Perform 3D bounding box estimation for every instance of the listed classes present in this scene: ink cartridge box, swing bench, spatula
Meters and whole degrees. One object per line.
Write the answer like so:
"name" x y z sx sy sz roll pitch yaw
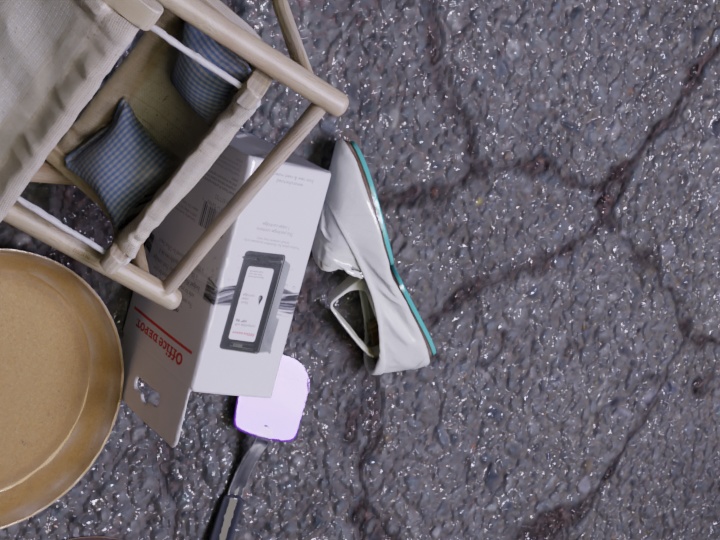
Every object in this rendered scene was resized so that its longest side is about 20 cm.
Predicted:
"ink cartridge box" -0.099 0.010 1.032 0.067 0.116 0.202 9 102 -35
"swing bench" -0.152 -0.105 0.902 0.199 0.131 0.199 18 128 -37
"spatula" -0.089 0.160 1.147 0.056 0.021 0.202 16 100 -23

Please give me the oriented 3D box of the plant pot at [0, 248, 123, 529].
"plant pot" -0.255 0.080 1.009 0.198 0.027 0.202 -11 111 -30

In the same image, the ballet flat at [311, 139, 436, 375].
"ballet flat" 0.000 0.000 1.131 0.069 0.069 0.201 -33 122 -19

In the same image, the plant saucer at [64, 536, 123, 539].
"plant saucer" -0.211 0.295 1.111 0.198 0.032 0.202 -12 113 -29

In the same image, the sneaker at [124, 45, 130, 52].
"sneaker" -0.178 -0.216 0.919 0.075 0.088 0.202 -28 120 -24
